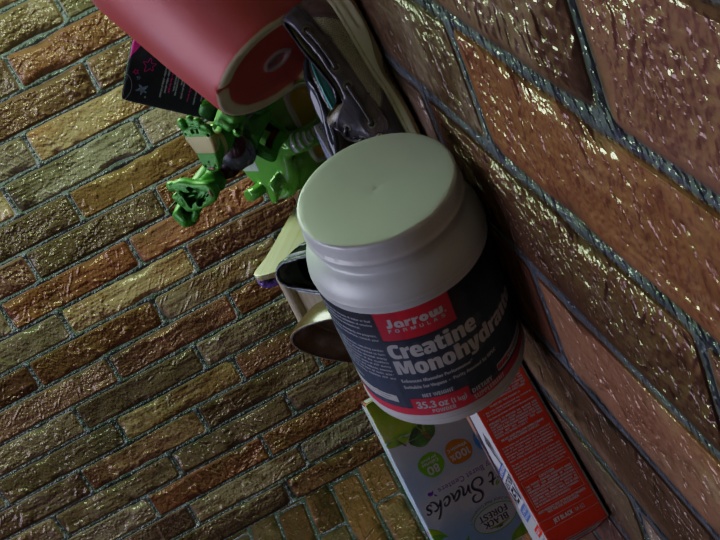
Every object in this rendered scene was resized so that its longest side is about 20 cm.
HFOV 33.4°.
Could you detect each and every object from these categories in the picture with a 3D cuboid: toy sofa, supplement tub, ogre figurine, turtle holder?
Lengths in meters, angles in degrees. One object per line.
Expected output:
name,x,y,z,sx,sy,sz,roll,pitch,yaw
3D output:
toy sofa,-0.040,-0.024,1.406,0.083,0.097,0.200,64,-149,-31
supplement tub,0.041,0.010,0.928,0.141,0.140,0.201,58,174,49
ogre figurine,-0.140,-0.135,1.275,0.098,0.120,0.201,23,137,17
turtle holder,-0.086,-0.170,1.404,0.141,0.131,0.186,53,157,11

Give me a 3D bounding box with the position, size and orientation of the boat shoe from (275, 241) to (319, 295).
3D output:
boat shoe,-0.001,-0.003,1.190,0.198,0.068,0.074,7,114,37

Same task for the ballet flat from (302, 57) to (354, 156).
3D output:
ballet flat,-0.001,-0.120,1.131,0.073,0.073,0.201,103,146,-84

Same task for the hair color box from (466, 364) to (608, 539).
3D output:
hair color box,0.146,0.156,1.101,0.201,0.064,0.111,63,177,19

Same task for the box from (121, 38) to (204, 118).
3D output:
box,-0.192,-0.293,1.362,0.132,0.114,0.201,-105,31,-61

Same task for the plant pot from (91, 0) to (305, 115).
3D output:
plant pot,-0.129,-0.258,1.131,0.178,0.200,0.201,50,173,14

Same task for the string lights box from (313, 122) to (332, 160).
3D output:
string lights box,0.019,-0.069,1.269,0.103,0.059,0.200,60,175,38

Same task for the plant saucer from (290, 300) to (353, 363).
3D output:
plant saucer,0.031,0.055,1.174,0.200,0.199,0.035,75,-164,-71

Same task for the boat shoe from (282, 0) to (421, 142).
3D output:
boat shoe,0.000,-0.140,1.007,0.201,0.065,0.072,63,174,-11

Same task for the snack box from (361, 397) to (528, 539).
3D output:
snack box,0.108,0.198,1.281,0.201,0.142,0.053,63,175,0
